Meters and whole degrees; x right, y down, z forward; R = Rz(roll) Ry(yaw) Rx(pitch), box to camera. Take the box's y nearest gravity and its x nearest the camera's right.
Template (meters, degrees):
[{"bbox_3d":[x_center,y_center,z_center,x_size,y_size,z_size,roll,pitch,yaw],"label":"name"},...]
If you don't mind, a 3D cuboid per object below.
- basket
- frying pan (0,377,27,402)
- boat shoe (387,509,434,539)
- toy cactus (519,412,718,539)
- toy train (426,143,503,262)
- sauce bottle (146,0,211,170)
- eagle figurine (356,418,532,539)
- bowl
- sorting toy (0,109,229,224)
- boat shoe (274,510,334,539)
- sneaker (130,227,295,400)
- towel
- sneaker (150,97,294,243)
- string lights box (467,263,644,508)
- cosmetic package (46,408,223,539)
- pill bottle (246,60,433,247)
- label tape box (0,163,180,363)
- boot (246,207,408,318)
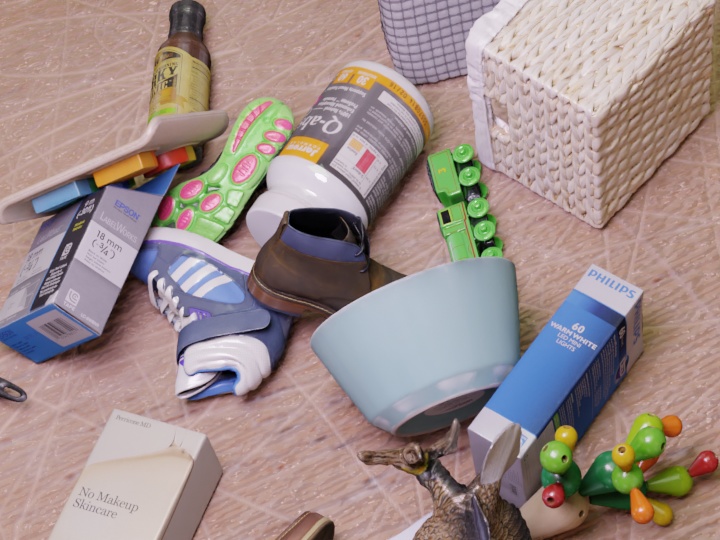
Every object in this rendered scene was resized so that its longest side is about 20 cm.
[{"bbox_3d":[0.223,-0.186,1.733,0.160,0.199,0.200,36,68,28],"label":"basket"},{"bbox_3d":[-0.404,0.081,1.768,0.188,0.031,0.116,3,56,9],"label":"frying pan"},{"bbox_3d":[0.040,0.265,1.530,0.199,0.072,0.062,-35,62,-15],"label":"boat shoe"},{"bbox_3d":[0.203,0.189,1.520,0.165,0.199,0.103,-38,65,33],"label":"toy cactus"},{"bbox_3d":[0.106,-0.040,1.751,0.056,0.042,0.202,-19,53,9],"label":"toy train"},{"bbox_3d":[-0.191,-0.201,1.907,0.064,0.065,0.202,-5,53,7],"label":"sauce bottle"},{"bbox_3d":[0.082,0.234,1.459,0.150,0.151,0.202,-15,70,-26],"label":"eagle figurine"},{"bbox_3d":[0.063,0.079,1.599,0.199,0.201,0.106,-19,73,-3],"label":"bowl"},{"bbox_3d":[-0.238,-0.096,1.757,0.199,0.185,0.037,-26,88,20],"label":"sorting toy"},{"bbox_3d":[-0.102,0.280,1.545,0.067,0.072,0.200,33,69,27],"label":"boat shoe"},{"bbox_3d":[-0.166,0.049,1.713,0.198,0.081,0.147,18,56,15],"label":"sneaker"},{"bbox_3d":[0.112,-0.295,1.852,0.198,0.166,0.086,-17,48,-1],"label":"towel"},{"bbox_3d":[-0.132,-0.082,1.810,0.077,0.084,0.200,43,88,14],"label":"sneaker"},{"bbox_3d":[0.178,0.104,1.594,0.059,0.103,0.200,28,64,25],"label":"string lights box"},{"bbox_3d":[-0.211,0.235,1.598,0.102,0.073,0.201,12,59,19],"label":"cosmetic package"},{"bbox_3d":[-0.021,-0.101,1.770,0.115,0.117,0.201,23,62,24],"label":"pill bottle"},{"bbox_3d":[-0.268,-0.021,1.742,0.144,0.063,0.202,-22,41,52],"label":"label tape box"},{"bbox_3d":[0.000,0.000,1.672,0.198,0.097,0.075,7,46,-15],"label":"boot"}]
